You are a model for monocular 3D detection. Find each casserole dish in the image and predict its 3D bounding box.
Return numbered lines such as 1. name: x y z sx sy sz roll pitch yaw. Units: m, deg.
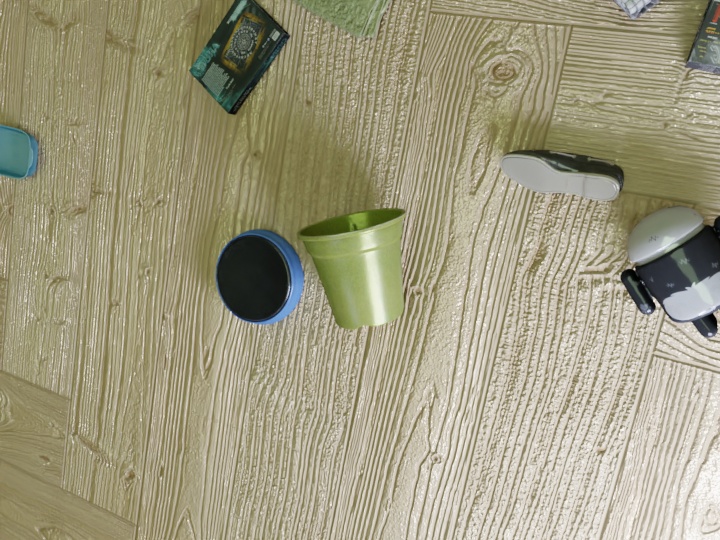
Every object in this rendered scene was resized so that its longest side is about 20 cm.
1. casserole dish: -0.864 -0.294 1.481 0.199 0.039 0.122 15 101 19

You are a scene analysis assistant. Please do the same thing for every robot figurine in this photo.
1. robot figurine: 0.498 -0.001 0.916 0.150 0.125 0.201 -32 83 -8

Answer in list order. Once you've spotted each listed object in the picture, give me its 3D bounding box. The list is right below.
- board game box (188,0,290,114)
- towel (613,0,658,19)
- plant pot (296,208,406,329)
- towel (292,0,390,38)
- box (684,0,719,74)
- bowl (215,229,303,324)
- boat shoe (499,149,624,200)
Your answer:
1. board game box: -0.248 -0.439 1.217 0.135 0.028 0.200 47 111 11
2. towel: 0.422 -0.505 0.909 0.165 0.086 0.200 -38 80 20
3. plant pot: 0.000 0.000 1.094 0.199 0.200 0.185 -5 105 23
4. towel: -0.032 -0.530 1.115 0.199 0.036 0.149 31 107 15
5. box: 0.604 -0.355 0.868 0.199 0.050 0.159 20 104 19
6. bowl: -0.216 0.015 1.252 0.199 0.039 0.202 3 97 22
7. boat shoe: 0.336 -0.166 1.004 0.199 0.057 0.067 19 139 23
